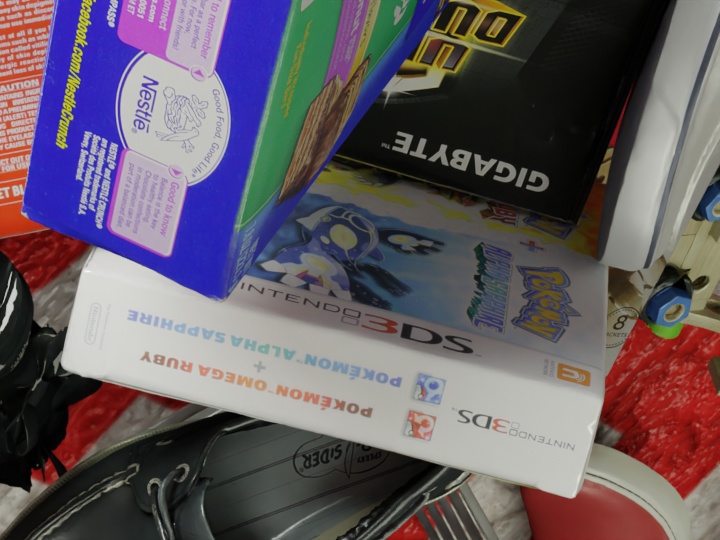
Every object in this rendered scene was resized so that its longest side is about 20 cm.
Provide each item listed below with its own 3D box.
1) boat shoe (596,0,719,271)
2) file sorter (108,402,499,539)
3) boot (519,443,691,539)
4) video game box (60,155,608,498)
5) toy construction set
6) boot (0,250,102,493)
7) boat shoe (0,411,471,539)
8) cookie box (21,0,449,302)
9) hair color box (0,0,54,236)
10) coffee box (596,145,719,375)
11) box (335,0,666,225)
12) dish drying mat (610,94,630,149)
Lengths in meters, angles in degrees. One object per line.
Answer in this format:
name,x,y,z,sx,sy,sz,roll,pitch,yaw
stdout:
boat shoe,0.143,-0.089,0.947,0.066,0.072,0.200,20,86,1
file sorter,-0.029,0.110,1.073,0.139,0.125,0.200,-29,175,-7
boot,0.113,0.182,1.282,0.144,0.072,0.200,-67,147,-26
video game box,0.000,0.000,0.951,0.182,0.200,0.047,16,114,-1
toy construction set,0.187,-0.025,1.191,0.131,0.092,0.200,-4,118,-31
boot,-0.190,0.006,0.953,0.073,0.198,0.163,-61,172,-14
boat shoe,-0.046,0.088,0.941,0.199,0.075,0.066,-16,179,-5
cookie box,-0.016,-0.118,0.785,0.200,0.075,0.171,-56,167,-47
hair color box,-0.125,-0.124,0.842,0.064,0.111,0.200,-11,126,-6
coffee box,0.086,-0.058,1.093,0.113,0.080,0.200,5,124,-34
box,0.011,-0.117,0.948,0.200,0.049,0.160,16,120,-5
dish drying mat,0.058,-0.133,0.975,0.077,0.018,0.200,-40,109,21
